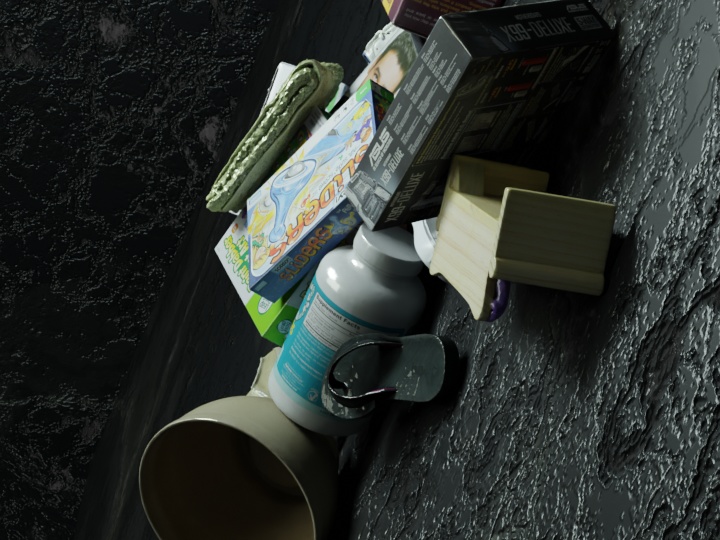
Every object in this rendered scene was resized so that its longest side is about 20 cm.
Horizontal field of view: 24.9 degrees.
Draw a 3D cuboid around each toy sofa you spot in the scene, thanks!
[{"bbox_3d":[0.115,-0.022,1.202,0.200,0.083,0.098,-130,50,-76],"label":"toy sofa"}]

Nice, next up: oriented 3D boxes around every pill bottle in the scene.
[{"bbox_3d":[-0.006,0.053,1.569,0.111,0.111,0.200,-94,26,-61],"label":"pill bottle"}]

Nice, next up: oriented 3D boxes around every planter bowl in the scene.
[{"bbox_3d":[-0.103,0.206,1.632,0.135,0.200,0.200,-43,-16,-54],"label":"planter bowl"}]

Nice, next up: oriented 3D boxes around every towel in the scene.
[{"bbox_3d":[-0.090,-0.144,1.778,0.200,0.036,0.148,-54,-6,12],"label":"towel"}]

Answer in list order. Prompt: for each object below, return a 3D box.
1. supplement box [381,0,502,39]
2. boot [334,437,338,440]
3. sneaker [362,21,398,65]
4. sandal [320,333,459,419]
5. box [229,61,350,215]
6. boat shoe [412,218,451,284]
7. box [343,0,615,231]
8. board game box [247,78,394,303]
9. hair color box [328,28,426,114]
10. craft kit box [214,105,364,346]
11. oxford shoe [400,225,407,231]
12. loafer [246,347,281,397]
[{"bbox_3d":[0.107,-0.344,1.697,0.131,0.103,0.200,-107,37,-68],"label":"supplement box"},{"bbox_3d":[-0.028,0.091,1.738,0.073,0.090,0.200,-10,86,51],"label":"boot"},{"bbox_3d":[0.055,-0.256,1.837,0.075,0.087,0.200,-139,70,-79],"label":"sneaker"},{"bbox_3d":[0.012,0.088,1.441,0.200,0.048,0.075,-18,69,55],"label":"sandal"},{"bbox_3d":[-0.075,-0.148,2.077,0.176,0.097,0.200,13,-83,-78],"label":"box"},{"bbox_3d":[0.080,-0.058,1.476,0.066,0.070,0.200,-48,16,17],"label":"boat shoe"},{"bbox_3d":[0.093,-0.124,1.304,0.050,0.158,0.200,56,139,25],"label":"box"},{"bbox_3d":[-0.038,-0.077,1.598,0.200,0.034,0.135,-43,33,29],"label":"board game box"},{"bbox_3d":[0.019,-0.160,1.758,0.200,0.061,0.099,-48,34,25],"label":"hair color box"},{"bbox_3d":[-0.058,-0.047,1.684,0.198,0.048,0.200,-56,31,13],"label":"craft kit box"},{"bbox_3d":[0.000,0.000,1.707,0.070,0.075,0.200,126,160,-54],"label":"oxford shoe"},{"bbox_3d":[-0.110,0.161,1.910,0.200,0.068,0.076,-94,-13,-60],"label":"loafer"}]
